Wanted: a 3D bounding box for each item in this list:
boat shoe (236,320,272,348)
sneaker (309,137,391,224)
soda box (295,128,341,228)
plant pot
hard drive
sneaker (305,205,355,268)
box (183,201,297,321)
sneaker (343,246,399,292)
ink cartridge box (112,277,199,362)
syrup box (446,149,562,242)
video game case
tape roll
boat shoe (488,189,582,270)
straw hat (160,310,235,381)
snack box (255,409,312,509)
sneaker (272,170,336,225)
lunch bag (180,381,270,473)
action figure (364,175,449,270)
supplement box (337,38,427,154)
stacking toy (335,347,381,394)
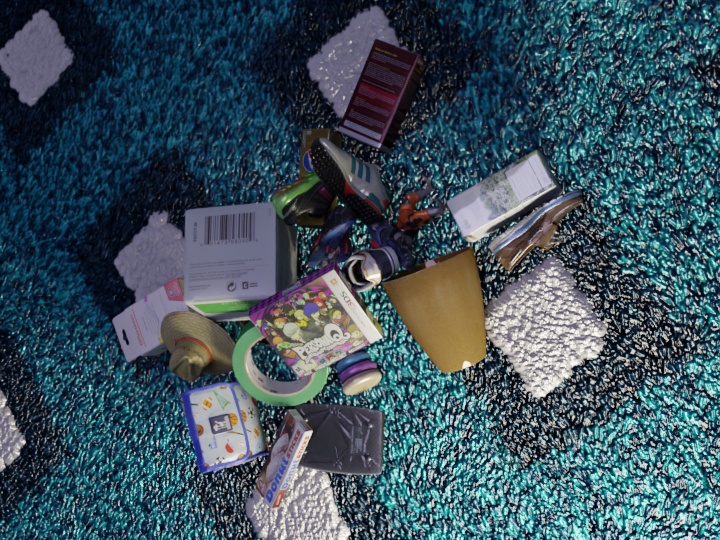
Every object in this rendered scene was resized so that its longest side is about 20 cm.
[{"bbox_3d":[-0.238,0.094,1.743,0.199,0.056,0.069,38,100,21],"label":"boat shoe"},{"bbox_3d":[-0.014,-0.189,1.575,0.200,0.094,0.070,48,143,-15],"label":"sneaker"},{"bbox_3d":[-0.087,-0.191,1.696,0.067,0.064,0.203,3,87,23],"label":"soda box"},{"bbox_3d":[0.161,0.081,1.523,0.184,0.186,0.202,-21,93,20],"label":"plant pot"},{"bbox_3d":[-0.042,0.340,1.648,0.197,0.042,0.137,0,86,24],"label":"hard drive"},{"bbox_3d":[-0.045,-0.062,1.627,0.078,0.200,0.076,22,59,-10],"label":"sneaker"},{"bbox_3d":[-0.241,-0.013,1.657,0.196,0.171,0.203,-4,74,9],"label":"box"},{"bbox_3d":[0.000,0.000,1.577,0.079,0.200,0.079,-24,89,-23],"label":"sneaker"},{"bbox_3d":[-0.454,0.115,1.829,0.198,0.067,0.118,-29,75,17],"label":"ink cartridge box"},{"bbox_3d":[0.270,-0.138,1.529,0.199,0.081,0.080,-30,75,19],"label":"syrup box"},{"bbox_3d":[-0.085,0.100,1.552,0.198,0.036,0.182,-27,117,15],"label":"video game case"},{"bbox_3d":[-0.160,0.181,1.651,0.197,0.048,0.203,2,116,4],"label":"tape roll"},{"bbox_3d":[0.338,-0.073,1.507,0.199,0.072,0.073,-37,77,27],"label":"boat shoe"},{"bbox_3d":[-0.360,0.187,1.714,0.198,0.086,0.203,14,136,14],"label":"straw hat"},{"bbox_3d":[-0.160,0.390,1.672,0.072,0.024,0.202,41,116,41],"label":"snack box"},{"bbox_3d":[-0.084,-0.152,1.615,0.077,0.198,0.085,23,136,58],"label":"sneaker"},{"bbox_3d":[-0.284,0.321,1.669,0.123,0.200,0.172,-21,77,20],"label":"lunch bag"},{"bbox_3d":[0.098,-0.067,1.585,0.194,0.104,0.201,-50,39,18],"label":"action figure"},{"bbox_3d":[0.045,-0.355,1.654,0.108,0.061,0.202,26,97,22],"label":"supplement box"},{"bbox_3d":[-0.031,0.146,1.646,0.085,0.085,0.202,-31,68,18],"label":"stacking toy"}]
